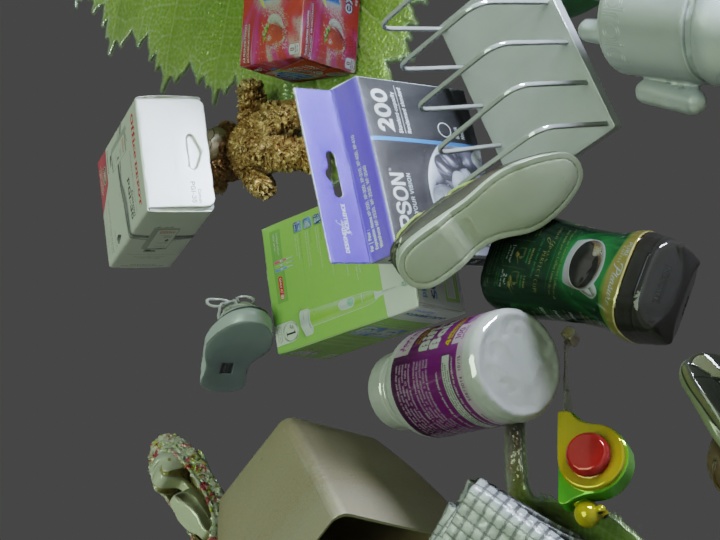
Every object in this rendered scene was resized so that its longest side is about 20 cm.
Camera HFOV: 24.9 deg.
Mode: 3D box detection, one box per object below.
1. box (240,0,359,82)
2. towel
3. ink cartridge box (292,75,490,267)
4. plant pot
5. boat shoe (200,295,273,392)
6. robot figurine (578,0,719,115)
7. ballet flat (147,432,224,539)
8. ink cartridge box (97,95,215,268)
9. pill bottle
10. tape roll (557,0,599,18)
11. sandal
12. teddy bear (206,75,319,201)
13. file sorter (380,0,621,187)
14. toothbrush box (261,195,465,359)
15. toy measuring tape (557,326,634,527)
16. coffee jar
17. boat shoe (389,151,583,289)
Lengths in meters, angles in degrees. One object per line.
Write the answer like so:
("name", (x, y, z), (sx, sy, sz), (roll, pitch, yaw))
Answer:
("box", (-0.066, -0.321, 1.847), (0.100, 0.095, 0.200), (-2, 82, 42))
("towel", (0.132, 0.313, 1.554), (0.166, 0.086, 0.200), (32, 106, 19))
("ink cartridge box", (0.041, -0.099, 1.649), (0.043, 0.200, 0.198), (-37, 60, 49))
("plant pot", (-0.033, 0.268, 1.674), (0.200, 0.200, 0.177), (-52, 42, 22))
("boat shoe", (-0.140, 0.064, 1.832), (0.202, 0.075, 0.086), (114, 157, -63))
("robot figurine", (0.299, -0.230, 1.502), (0.200, 0.113, 0.170), (13, 102, 42))
("ballet flat", (-0.202, 0.256, 1.895), (0.200, 0.064, 0.076), (43, 112, 37))
("ink cartridge box", (-0.244, -0.103, 1.924), (0.200, 0.083, 0.147), (137, 128, -61))
("pill bottle", (0.095, 0.106, 1.613), (0.200, 0.112, 0.112), (-20, 70, 54))
("tape roll", (0.197, -0.357, 1.656), (0.200, 0.048, 0.201), (-7, 79, 40))
("sandal", (0.338, 0.165, 1.441), (0.057, 0.080, 0.201), (-56, 44, 41))
("teddy bear", (-0.117, -0.150, 1.876), (0.200, 0.067, 0.145), (13, 101, 40))
("file sorter", (0.131, -0.190, 1.596), (0.139, 0.124, 0.200), (-35, 73, 41))
("toothbrush box", (0.000, 0.000, 1.745), (0.200, 0.086, 0.146), (-22, 70, 38))
("toy measuring tape", (0.224, 0.146, 1.547), (0.074, 0.074, 0.200), (-18, 57, 38))
("coffee jar", (0.219, 0.006, 1.550), (0.200, 0.085, 0.104), (13, 77, 42))
("boat shoe", (0.117, -0.056, 1.555), (0.202, 0.072, 0.060), (-32, 22, -3))
